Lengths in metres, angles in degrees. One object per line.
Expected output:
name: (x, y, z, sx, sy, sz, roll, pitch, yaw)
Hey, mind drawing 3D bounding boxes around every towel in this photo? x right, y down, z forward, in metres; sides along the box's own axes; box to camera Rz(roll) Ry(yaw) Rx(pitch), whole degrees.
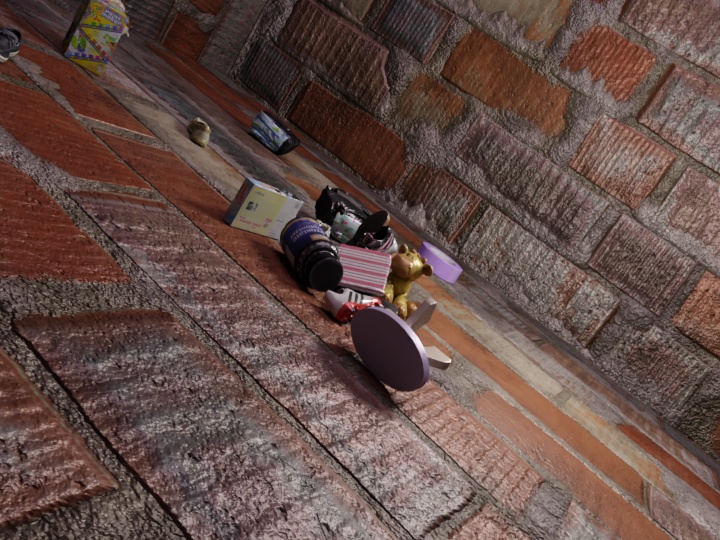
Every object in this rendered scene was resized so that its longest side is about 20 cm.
towel: (0.000, 0.000, 1.770, 0.142, 0.031, 0.201, 12, 30, 3)

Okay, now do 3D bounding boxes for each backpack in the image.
backpack: (-0.046, -0.159, 2.250, 0.197, 0.127, 0.168, 29, 25, -28)
backpack: (-0.363, -0.574, 2.949, 0.202, 0.152, 0.163, 55, 14, -5)

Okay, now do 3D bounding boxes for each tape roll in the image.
tape roll: (0.319, -0.032, 2.885, 0.198, 0.066, 0.200, 34, 12, -8)

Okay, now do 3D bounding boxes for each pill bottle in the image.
pill bottle: (-0.112, -0.037, 1.655, 0.110, 0.113, 0.200, 25, 15, -34)

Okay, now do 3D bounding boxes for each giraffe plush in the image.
giraffe plush: (0.109, 0.025, 1.888, 0.171, 0.164, 0.200, 35, 13, 5)

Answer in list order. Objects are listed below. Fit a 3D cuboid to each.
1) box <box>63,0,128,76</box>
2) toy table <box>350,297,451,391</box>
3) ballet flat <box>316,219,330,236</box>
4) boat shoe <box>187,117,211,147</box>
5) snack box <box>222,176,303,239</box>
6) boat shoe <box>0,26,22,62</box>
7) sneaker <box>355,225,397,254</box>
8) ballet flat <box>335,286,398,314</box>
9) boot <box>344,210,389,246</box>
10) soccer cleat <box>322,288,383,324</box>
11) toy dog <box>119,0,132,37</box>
box: (-0.817, -0.736, 2.181, 0.120, 0.195, 0.200, 25, 15, -33)
toy table: (0.083, 0.146, 1.404, 0.116, 0.186, 0.201, -10, 51, -48)
ballet flat: (-0.140, -0.114, 1.977, 0.071, 0.073, 0.199, 38, 13, 18)
boat shoe: (-0.506, -0.451, 2.254, 0.072, 0.064, 0.201, 29, 14, -22)
snack box: (-0.234, -0.147, 1.729, 0.037, 0.118, 0.198, 39, 13, 30)
boat shoe: (-0.853, -0.543, 1.681, 0.074, 0.063, 0.201, 32, 14, -19)
sneaker: (0.011, -0.057, 1.900, 0.080, 0.199, 0.088, 33, -31, 34)
ballet flat: (0.003, 0.074, 1.735, 0.197, 0.058, 0.066, 32, 34, 13)
boot: (0.025, -0.085, 1.994, 0.075, 0.200, 0.074, 27, 27, -34)
soccer cleat: (-0.014, 0.076, 1.610, 0.085, 0.069, 0.199, 44, 19, 22)
toy dog: (-1.033, -1.047, 2.963, 0.200, 0.137, 0.197, 47, -19, 50)
